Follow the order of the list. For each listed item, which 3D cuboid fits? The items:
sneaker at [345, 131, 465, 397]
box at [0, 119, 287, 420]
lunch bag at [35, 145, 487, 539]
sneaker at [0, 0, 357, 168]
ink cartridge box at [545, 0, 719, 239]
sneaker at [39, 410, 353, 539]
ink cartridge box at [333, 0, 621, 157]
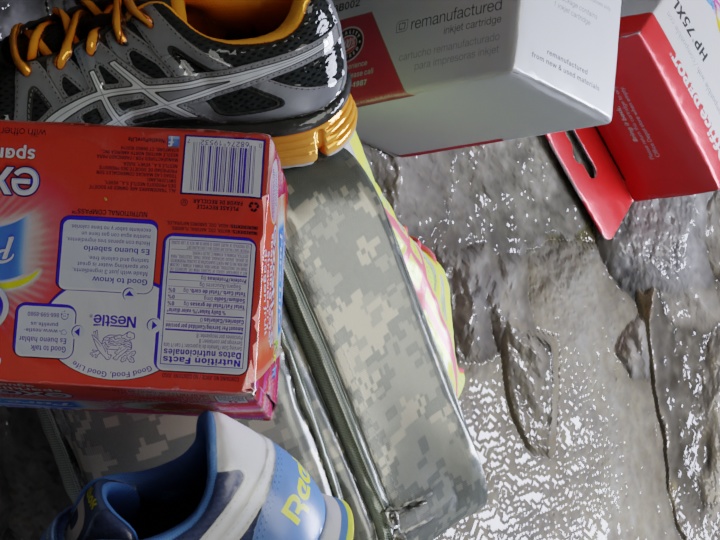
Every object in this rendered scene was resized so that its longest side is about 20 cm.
[{"bbox_3d":[0.000,0.000,1.071,0.090,0.078,0.201,-41,120,-51],"label":"sneaker"},{"bbox_3d":[-0.130,0.000,0.826,0.095,0.199,0.100,80,13,-80],"label":"box"},{"bbox_3d":[-0.060,0.062,0.952,0.167,0.139,0.201,-27,104,-28],"label":"lunch bag"},{"bbox_3d":[-0.100,-0.087,0.908,0.199,0.078,0.077,-6,127,-11],"label":"sneaker"},{"bbox_3d":[0.187,-0.124,1.284,0.116,0.067,0.200,57,49,-25],"label":"ink cartridge box"},{"bbox_3d":[-0.103,0.125,0.826,0.200,0.074,0.082,-36,120,3],"label":"sneaker"},{"bbox_3d":[0.055,-0.171,1.092,0.083,0.145,0.201,20,70,-43],"label":"ink cartridge box"}]
